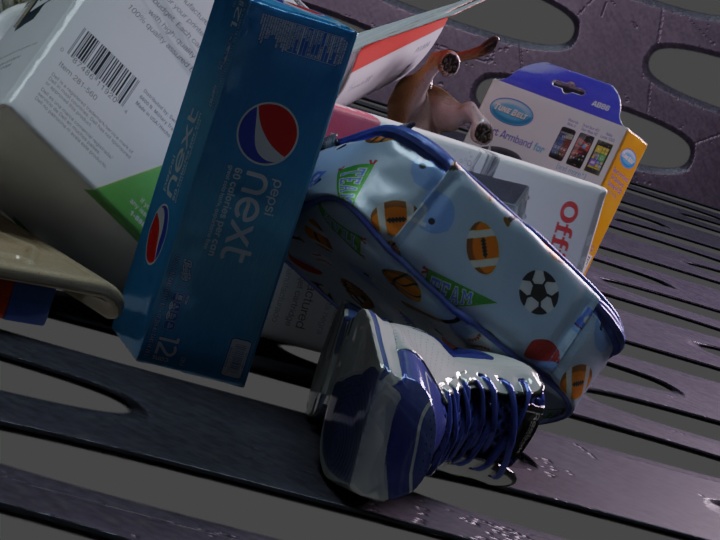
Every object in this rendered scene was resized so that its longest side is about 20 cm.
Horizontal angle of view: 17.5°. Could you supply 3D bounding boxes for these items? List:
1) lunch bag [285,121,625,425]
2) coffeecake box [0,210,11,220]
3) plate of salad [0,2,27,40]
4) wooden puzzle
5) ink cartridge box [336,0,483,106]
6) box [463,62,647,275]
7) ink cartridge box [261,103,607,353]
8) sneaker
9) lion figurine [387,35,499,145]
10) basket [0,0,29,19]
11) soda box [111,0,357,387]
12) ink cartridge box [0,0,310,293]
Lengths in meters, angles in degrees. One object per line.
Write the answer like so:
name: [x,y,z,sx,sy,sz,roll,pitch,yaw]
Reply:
lunch bag: [0.038,0.003,1.291,0.200,0.076,0.160,44,-20,-13]
coffeecake box: [-0.202,-0.071,1.555,0.200,0.073,0.153,15,8,-31]
plate of salad: [-0.153,-0.080,1.431,0.200,0.048,0.200,33,41,-35]
wooden puzzle: [-0.249,-0.019,1.235,0.200,0.046,0.185,18,7,-41]
ink cartridge box: [0.010,-0.136,1.567,0.200,0.057,0.163,-11,12,28]
box: [0.114,-0.043,1.634,0.119,0.200,0.041,24,-5,34]
ink cartridge box: [0.031,-0.011,1.416,0.200,0.146,0.085,15,3,-22]
sneaker: [0.041,0.066,1.175,0.115,0.081,0.199,16,7,-7]
lion figurine: [0.031,-0.073,1.629,0.072,0.200,0.122,28,-5,-22]
basket: [-0.310,-0.203,1.457,0.200,0.198,0.161,-1,22,26]
soda box: [-0.068,-0.046,1.246,0.064,0.200,0.068,16,9,-21]
ink cartridge box: [-0.128,-0.106,1.342,0.084,0.200,0.146,-16,-55,47]
